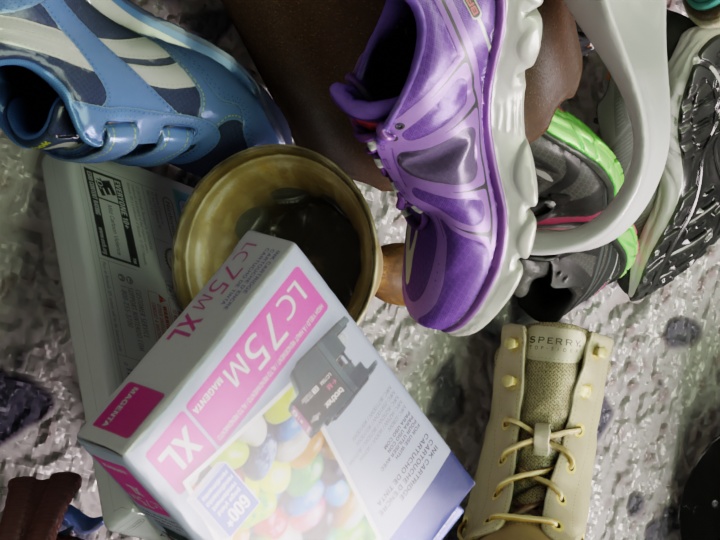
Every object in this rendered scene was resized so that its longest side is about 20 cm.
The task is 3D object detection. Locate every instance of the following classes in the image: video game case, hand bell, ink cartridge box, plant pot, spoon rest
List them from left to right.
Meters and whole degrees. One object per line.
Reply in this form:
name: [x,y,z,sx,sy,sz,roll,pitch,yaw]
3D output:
video game case: [-0.062,0.048,1.070,0.182,0.024,0.200,21,44,-43]
ink cartridge box: [-0.024,0.093,0.990,0.119,0.042,0.200,-51,130,-20]
hand bell: [0.000,0.000,1.117,0.200,0.104,0.104,8,94,-66]
plant pot: [0.009,-0.157,1.070,0.200,0.200,0.198,-43,133,-27]
spoon rest: [0.115,-0.102,1.040,0.099,0.061,0.200,-9,109,-64]

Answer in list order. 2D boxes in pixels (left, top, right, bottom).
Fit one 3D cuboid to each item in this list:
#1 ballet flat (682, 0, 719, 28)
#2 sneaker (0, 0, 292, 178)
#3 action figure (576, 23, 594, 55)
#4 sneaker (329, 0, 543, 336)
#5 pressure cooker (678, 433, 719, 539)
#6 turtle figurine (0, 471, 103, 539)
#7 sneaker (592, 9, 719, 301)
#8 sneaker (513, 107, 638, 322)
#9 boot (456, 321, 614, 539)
ballet flat: [0.216,-0.184,1.264,0.062,0.067,0.200,44,32,-26]
sneaker: [-0.117,-0.077,1.032,0.200,0.074,0.082,30,59,-34]
action figure: [0.103,-0.179,1.201,0.119,0.102,0.200,-39,122,-43]
sneaker: [0.026,-0.061,0.988,0.083,0.081,0.200,-14,123,-20]
pressure cooker: [0.320,0.163,1.423,0.200,0.176,0.179,0,75,-43]
turtle figurine: [-0.132,0.195,0.996,0.144,0.194,0.200,40,68,-19]
sneaker: [0.170,-0.067,1.292,0.074,0.079,0.200,-31,142,-31]
sneaker: [0.095,-0.032,1.223,0.084,0.077,0.200,-48,143,-11]
boot: [0.094,0.105,1.222,0.200,0.073,0.156,4,97,-82]
